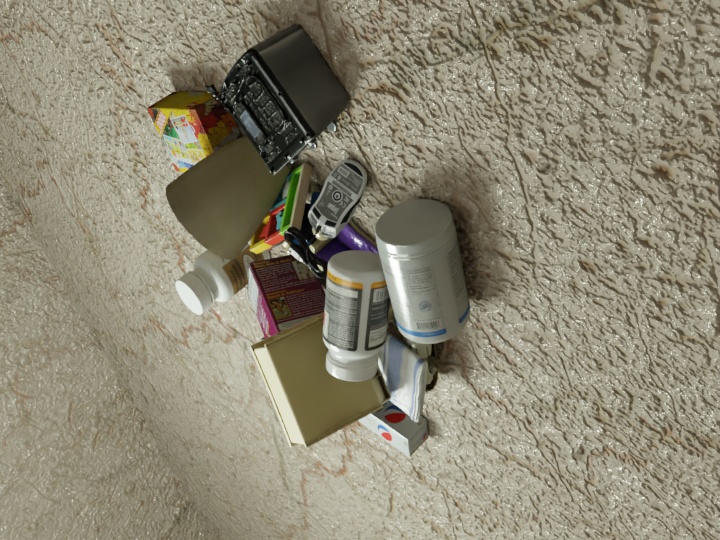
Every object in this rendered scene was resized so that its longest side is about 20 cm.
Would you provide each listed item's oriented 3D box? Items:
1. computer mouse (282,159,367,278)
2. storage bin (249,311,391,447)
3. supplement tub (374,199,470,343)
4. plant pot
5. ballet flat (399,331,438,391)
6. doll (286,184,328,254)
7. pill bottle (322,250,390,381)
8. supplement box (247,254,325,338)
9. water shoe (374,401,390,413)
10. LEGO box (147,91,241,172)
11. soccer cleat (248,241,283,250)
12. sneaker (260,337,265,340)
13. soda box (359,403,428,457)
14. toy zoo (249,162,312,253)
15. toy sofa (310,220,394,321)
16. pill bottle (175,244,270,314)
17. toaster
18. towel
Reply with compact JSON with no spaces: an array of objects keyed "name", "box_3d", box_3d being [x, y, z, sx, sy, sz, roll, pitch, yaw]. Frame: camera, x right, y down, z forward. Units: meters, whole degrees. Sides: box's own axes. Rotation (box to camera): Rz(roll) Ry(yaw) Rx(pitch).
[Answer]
[{"name":"computer mouse","box_3d":[-0.049,-0.096,1.477,0.109,0.202,0.044,37,-170,18]},{"name":"storage bin","box_3d":[-0.071,0.192,1.578,0.204,0.195,0.093,67,157,-1]},{"name":"supplement tub","box_3d":[0.103,0.004,1.376,0.130,0.131,0.203,21,138,41]},{"name":"plant pot","box_3d":[-0.228,-0.157,1.587,0.199,0.187,0.188,-41,89,16]},{"name":"ballet flat","box_3d":[0.115,0.150,1.574,0.066,0.069,0.202,-104,-3,-47]},{"name":"doll","box_3d":[-0.107,-0.095,1.587,0.048,0.139,0.199,25,180,-31]},{"name":"pill bottle","box_3d":[-0.008,0.078,1.467,0.115,0.115,0.205,24,118,38]},{"name":"supplement box","box_3d":[-0.140,0.076,1.717,0.104,0.128,0.202,105,147,-49]},{"name":"water shoe","box_3d":[0.046,0.259,1.750,0.071,0.080,0.199,30,169,-15]},{"name":"LEGO box","box_3d":[-0.328,-0.277,1.727,0.198,0.077,0.151,13,132,48]},{"name":"soccer cleat","box_3d":[-0.230,-0.099,1.798,0.198,0.069,0.079,23,138,45]},{"name":"sneaker","box_3d":[-0.173,0.098,1.850,0.077,0.139,0.202,-12,113,58]},{"name":"soda box","box_3d":[0.052,0.314,1.844,0.198,0.068,0.065,30,144,34]},{"name":"toy zoo","box_3d":[-0.159,-0.111,1.614,0.020,0.134,0.199,22,155,-28]},{"name":"toy sofa","box_3d":[0.000,0.000,1.564,0.199,0.082,0.098,41,150,17]},{"name":"pill bottle","box_3d":[-0.303,0.001,1.869,0.113,0.199,0.116,33,147,26]},{"name":"toaster","box_3d":[-0.135,-0.284,1.407,0.202,0.118,0.180,54,150,-5]},{"name":"towel","box_3d":[0.048,0.178,1.598,0.199,0.024,0.149,36,137,35]}]
